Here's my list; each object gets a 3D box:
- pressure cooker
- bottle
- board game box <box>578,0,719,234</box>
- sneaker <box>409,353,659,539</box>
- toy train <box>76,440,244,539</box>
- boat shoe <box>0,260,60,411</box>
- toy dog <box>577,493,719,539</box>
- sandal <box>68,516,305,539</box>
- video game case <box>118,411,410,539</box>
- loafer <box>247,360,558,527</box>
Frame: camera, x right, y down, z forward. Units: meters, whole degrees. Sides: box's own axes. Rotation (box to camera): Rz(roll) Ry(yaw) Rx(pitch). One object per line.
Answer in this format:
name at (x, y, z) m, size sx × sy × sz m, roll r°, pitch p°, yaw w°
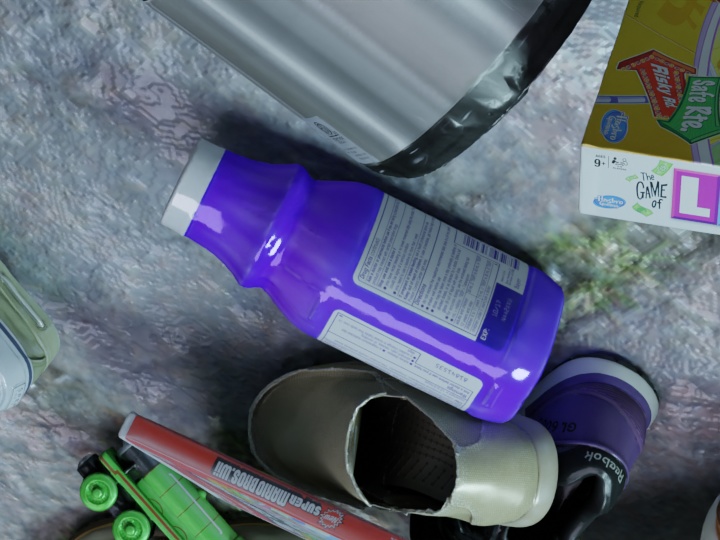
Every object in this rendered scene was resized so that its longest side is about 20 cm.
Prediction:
pressure cooker at (-0.011, -0.155, 0.888) m, size 0.200 × 0.179 × 0.176 m, roll 35°, pitch 138°, yaw -14°
bottle at (0.000, 0.000, 1.103) m, size 0.199 × 0.084 × 0.065 m, roll 26°, pitch 131°, yaw -5°
board game box at (0.169, -0.089, 0.863) m, size 0.134 × 0.201 × 0.034 m, roll 9°, pitch 135°, yaw 13°
sneaker at (0.076, 0.126, 1.193) m, size 0.075 × 0.088 × 0.200 m, roll 31°, pitch 137°, yaw -9°
toy train at (-0.085, 0.175, 1.301) m, size 0.056 × 0.042 × 0.200 m, roll -41°, pitch 90°, yaw 4°
boat shoe at (-0.243, -0.010, 1.206) m, size 0.072 × 0.062 × 0.200 m, roll -35°, pitch 95°, yaw 37°
toy dog at (0.192, 0.179, 1.166) m, size 0.139 × 0.195 × 0.200 m, roll 18°, pitch 133°, yaw -36°
sandal at (-0.107, 0.190, 1.355) m, size 0.199 × 0.054 × 0.081 m, roll -6°, pitch 130°, yaw 27°
video game case at (-0.020, 0.137, 1.207) m, size 0.199 × 0.018 × 0.143 m, roll 22°, pitch 169°, yaw 27°
loafer at (0.009, 0.086, 1.156) m, size 0.199 × 0.076 × 0.068 m, roll 6°, pitch 177°, yaw 42°
